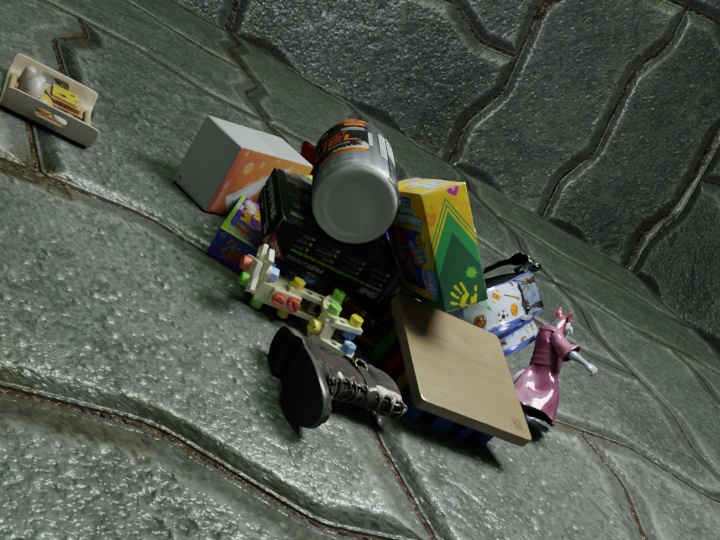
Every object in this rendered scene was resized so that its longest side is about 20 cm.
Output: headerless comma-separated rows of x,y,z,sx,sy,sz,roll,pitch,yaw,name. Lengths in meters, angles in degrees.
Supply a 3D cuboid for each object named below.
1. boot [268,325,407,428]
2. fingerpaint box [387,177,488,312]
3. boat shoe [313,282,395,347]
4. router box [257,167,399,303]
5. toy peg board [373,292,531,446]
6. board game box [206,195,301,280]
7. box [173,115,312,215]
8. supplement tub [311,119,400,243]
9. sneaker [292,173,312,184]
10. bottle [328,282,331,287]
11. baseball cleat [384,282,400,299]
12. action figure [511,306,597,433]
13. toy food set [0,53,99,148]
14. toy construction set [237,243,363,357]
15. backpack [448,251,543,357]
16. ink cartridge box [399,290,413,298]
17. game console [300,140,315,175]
-0.015,0.142,1.105,0.173,0.070,0.200,25,16,-26,boot
0.099,-0.043,1.325,0.072,0.169,0.200,-15,12,-14,fingerpaint box
0.023,0.075,1.373,0.198,0.071,0.071,25,17,-34,boat shoe
-0.049,-0.052,1.325,0.198,0.062,0.151,25,27,-23,router box
0.118,0.163,1.302,0.198,0.098,0.201,23,34,-28,toy peg board
-0.151,-0.040,1.405,0.133,0.045,0.200,32,16,-8,board game box
-0.193,-0.164,1.536,0.097,0.125,0.199,42,18,28,box
-0.009,-0.135,1.300,0.122,0.123,0.201,28,24,-17,supplement tub
-0.081,-0.085,1.478,0.080,0.074,0.201,11,34,-39,sneaker
0.000,0.000,1.475,0.083,0.066,0.200,32,34,5,bottle
0.077,0.006,1.607,0.199,0.107,0.070,13,30,-47,baseball cleat
0.292,0.152,1.473,0.147,0.203,0.134,17,-13,-6,action figure
-0.473,-0.272,1.415,0.142,0.061,0.201,25,19,-26,toy food set
-0.092,0.041,1.227,0.199,0.092,0.131,39,13,-25,toy construction set
0.194,0.077,1.507,0.189,0.199,0.156,-6,74,-53,backpack
0.095,0.048,1.542,0.037,0.095,0.200,36,16,14,ink cartridge box
-0.032,-0.141,1.797,0.171,0.119,0.200,12,27,-52,game console
